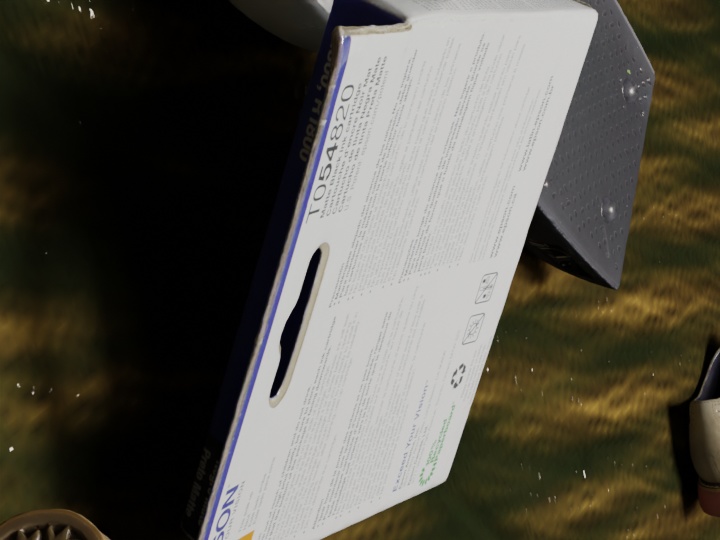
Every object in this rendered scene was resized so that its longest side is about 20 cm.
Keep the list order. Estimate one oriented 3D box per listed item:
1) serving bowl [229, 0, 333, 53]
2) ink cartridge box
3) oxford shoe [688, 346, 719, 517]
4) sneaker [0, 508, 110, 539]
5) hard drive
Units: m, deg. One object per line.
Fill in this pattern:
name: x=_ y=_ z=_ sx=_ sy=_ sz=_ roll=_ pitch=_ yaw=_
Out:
serving bowl: x=-0.024 y=-0.170 z=0.734 sx=0.200 sy=0.065 sz=0.202 roll=16 pitch=72 yaw=-57
ink cartridge box: x=0.000 y=0.000 z=0.708 sx=0.200 sy=0.040 sz=0.201 roll=-16 pitch=126 yaw=-62
oxford shoe: x=0.237 y=0.062 z=1.160 sx=0.200 sy=0.070 sz=0.075 roll=-39 pitch=115 yaw=-56
sneaker: x=-0.096 y=0.177 z=0.587 sx=0.090 sy=0.067 sz=0.201 roll=65 pitch=28 yaw=-58
hard drive: x=0.070 y=-0.091 z=0.914 sx=0.200 sy=0.042 sz=0.136 roll=46 pitch=49 yaw=-47
